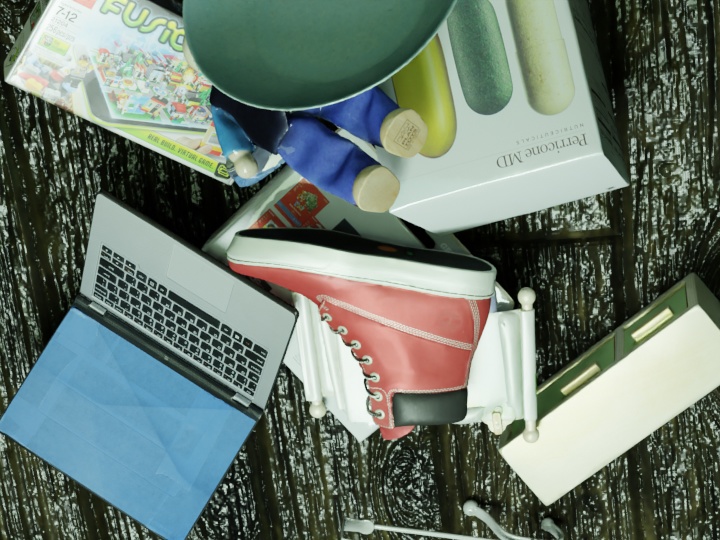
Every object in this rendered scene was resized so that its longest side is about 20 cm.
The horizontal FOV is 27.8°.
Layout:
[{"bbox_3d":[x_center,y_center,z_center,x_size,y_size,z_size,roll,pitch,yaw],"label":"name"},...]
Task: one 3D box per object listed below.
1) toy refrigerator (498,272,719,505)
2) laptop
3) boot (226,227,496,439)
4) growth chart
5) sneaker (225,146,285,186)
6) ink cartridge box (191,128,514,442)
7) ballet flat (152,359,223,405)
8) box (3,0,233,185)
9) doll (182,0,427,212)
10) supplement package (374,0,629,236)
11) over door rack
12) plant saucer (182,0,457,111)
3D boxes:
[{"bbox_3d":[0.204,0.092,1.155,0.199,0.076,0.070,-39,99,21],"label":"toy refrigerator"},{"bbox_3d":[-0.172,0.079,1.143,0.186,0.116,0.201,31,137,8],"label":"laptop"},{"bbox_3d":[-0.010,0.049,1.071,0.198,0.072,0.146,12,104,0],"label":"boot"},{"bbox_3d":[0.043,0.059,1.115,0.197,0.018,0.146,4,109,7],"label":"growth chart"},{"bbox_3d":[-0.078,-0.155,1.059,0.085,0.202,0.077,28,148,-31],"label":"sneaker"},{"bbox_3d":[0.000,0.000,1.155,0.175,0.084,0.200,-40,99,19],"label":"ink cartridge box"},{"bbox_3d":[-0.199,0.105,1.238,0.198,0.064,0.076,-13,116,15],"label":"ballet flat"},{"bbox_3d":[-0.158,-0.153,1.109,0.199,0.035,0.110,24,115,-28],"label":"box"},{"bbox_3d":[-0.044,-0.119,0.967,0.199,0.048,0.138,33,101,33],"label":"doll"},{"bbox_3d":[0.086,-0.146,1.014,0.150,0.151,0.202,-14,81,15],"label":"supplement package"},{"bbox_3d":[0.064,0.275,1.243,0.198,0.067,0.149,3,111,-13],"label":"over door rack"},{"bbox_3d":[-0.018,-0.182,0.932,0.199,0.203,0.039,-10,153,19],"label":"plant saucer"}]
